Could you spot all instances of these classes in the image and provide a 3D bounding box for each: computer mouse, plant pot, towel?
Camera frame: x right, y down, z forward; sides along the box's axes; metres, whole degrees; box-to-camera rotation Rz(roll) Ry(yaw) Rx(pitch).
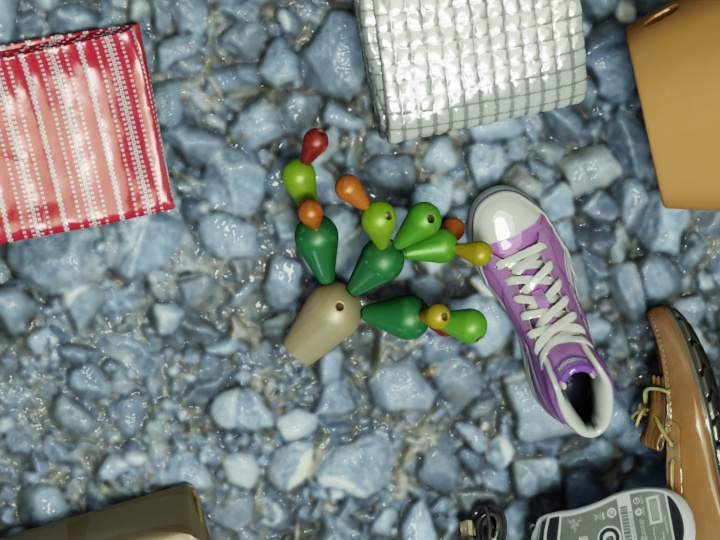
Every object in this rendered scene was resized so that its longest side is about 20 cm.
[{"bbox_3d":[0.172,0.225,1.116,0.198,0.111,0.044,-16,150,23],"label":"computer mouse"},{"bbox_3d":[0.276,-0.128,1.042,0.138,0.200,0.203,-13,104,12],"label":"plant pot"},{"bbox_3d":[0.073,-0.209,1.046,0.163,0.086,0.203,-11,105,-3],"label":"towel"},{"bbox_3d":[-0.248,-0.096,1.057,0.197,0.022,0.147,-11,104,-5],"label":"towel"}]

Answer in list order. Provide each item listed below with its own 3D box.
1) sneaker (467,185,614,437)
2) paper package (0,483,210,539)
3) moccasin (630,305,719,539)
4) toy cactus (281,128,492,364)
[{"bbox_3d":[0.147,0.033,1.089,0.072,0.114,0.203,-25,103,0],"label":"sneaker"},{"bbox_3d":[-0.198,0.290,1.103,0.197,0.104,0.193,-16,105,-5],"label":"paper package"},{"bbox_3d":[0.252,0.130,1.131,0.077,0.073,0.205,-12,87,22],"label":"moccasin"},{"bbox_3d":[0.000,0.000,1.086,0.199,0.103,0.165,37,114,-15],"label":"toy cactus"}]
